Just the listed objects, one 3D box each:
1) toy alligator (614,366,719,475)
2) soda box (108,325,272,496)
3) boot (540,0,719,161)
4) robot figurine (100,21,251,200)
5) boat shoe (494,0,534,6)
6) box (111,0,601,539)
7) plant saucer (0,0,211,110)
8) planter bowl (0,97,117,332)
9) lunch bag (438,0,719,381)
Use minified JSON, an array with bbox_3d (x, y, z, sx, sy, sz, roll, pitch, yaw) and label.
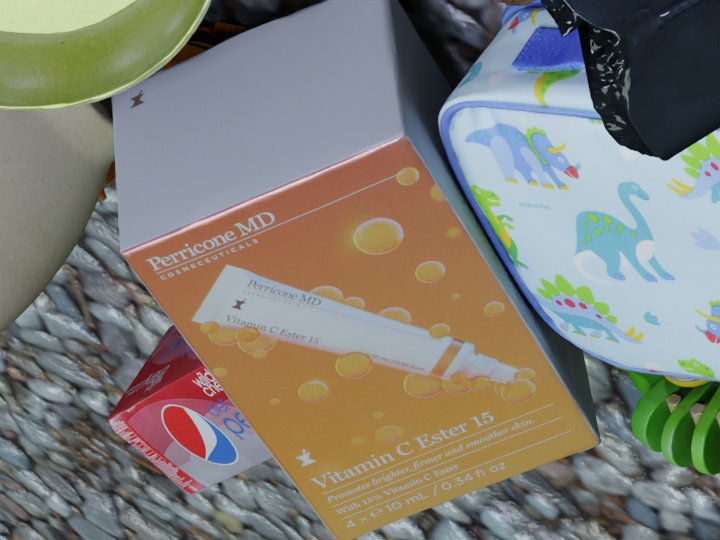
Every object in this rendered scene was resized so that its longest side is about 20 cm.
[{"bbox_3d":[0.181,0.069,1.246,0.200,0.054,0.059,15,147,33],"label":"toy alligator"},{"bbox_3d":[-0.050,0.048,1.448,0.063,0.070,0.200,40,152,-12],"label":"soda box"},{"bbox_3d":[0.156,-0.082,0.921,0.168,0.076,0.200,-33,111,16],"label":"boot"},{"bbox_3d":[-0.080,-0.064,1.316,0.200,0.058,0.145,15,144,33],"label":"robot figurine"},{"bbox_3d":[-0.012,-0.156,1.080,0.202,0.075,0.075,39,152,-9],"label":"boat shoe"},{"bbox_3d":[0.000,0.000,1.208,0.124,0.098,0.200,-22,133,14],"label":"box"},{"bbox_3d":[-0.140,-0.148,1.075,0.199,0.031,0.200,10,129,12],"label":"plant saucer"},{"bbox_3d":[-0.176,-0.069,1.219,0.201,0.135,0.200,56,-172,-12],"label":"planter bowl"},{"bbox_3d":[0.136,-0.032,1.107,0.200,0.083,0.161,7,143,42],"label":"lunch bag"}]
